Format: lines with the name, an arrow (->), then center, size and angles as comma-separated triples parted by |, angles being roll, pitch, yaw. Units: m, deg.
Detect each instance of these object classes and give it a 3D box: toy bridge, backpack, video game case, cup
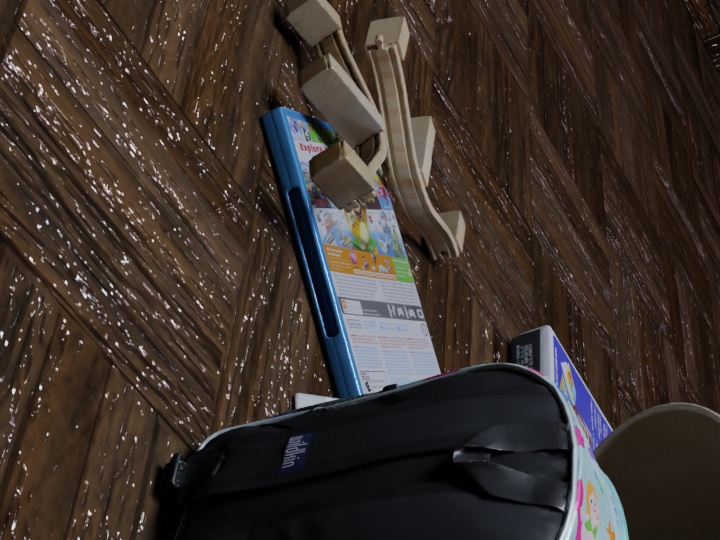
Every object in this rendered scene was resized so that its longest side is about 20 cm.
toy bridge -> 0.037, -0.082, 1.080 | 0.068, 0.027, 0.201 | -79, 156, -45
backpack -> 0.022, 0.137, 0.684 | 0.151, 0.199, 0.178 | 56, 25, -30
video game case -> 0.000, 0.000, 0.994 | 0.143, 0.018, 0.202 | 9, 63, -65
cup -> 0.245, 0.207, 1.040 | 0.142, 0.200, 0.202 | 23, 46, -28
toy bridge -> -0.012, -0.106, 0.977 | 0.067, 0.027, 0.201 | 46, 21, -36

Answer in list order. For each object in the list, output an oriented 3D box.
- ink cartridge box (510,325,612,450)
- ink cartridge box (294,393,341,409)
ink cartridge box -> 0.177, 0.180, 1.220 | 0.201, 0.047, 0.198 | 57, 24, -32
ink cartridge box -> 0.044, 0.170, 0.842 | 0.044, 0.172, 0.201 | 112, -19, -50
